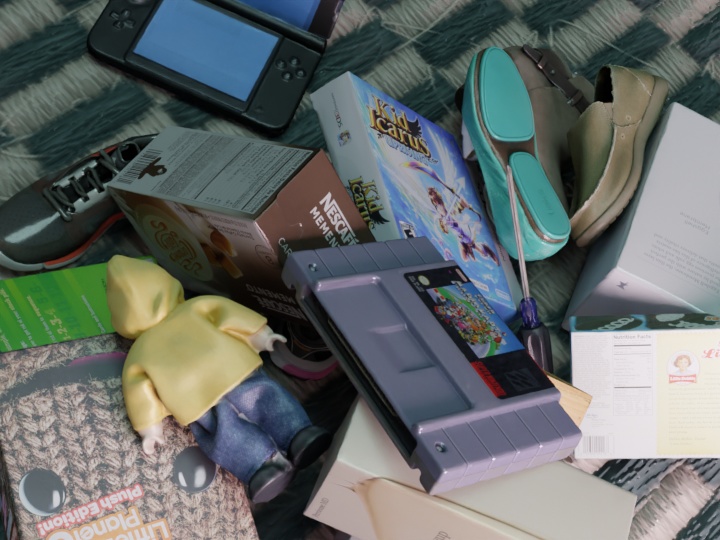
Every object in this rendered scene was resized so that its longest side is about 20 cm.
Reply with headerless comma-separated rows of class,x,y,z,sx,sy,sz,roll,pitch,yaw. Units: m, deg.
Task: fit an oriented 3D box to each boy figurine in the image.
boy figurine,-0.116,0.072,0.916,0.200,0.064,0.124,44,86,15

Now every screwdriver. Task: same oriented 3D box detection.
screwdriver,0.138,0.008,1.099,0.028,0.029,0.200,-8,103,8

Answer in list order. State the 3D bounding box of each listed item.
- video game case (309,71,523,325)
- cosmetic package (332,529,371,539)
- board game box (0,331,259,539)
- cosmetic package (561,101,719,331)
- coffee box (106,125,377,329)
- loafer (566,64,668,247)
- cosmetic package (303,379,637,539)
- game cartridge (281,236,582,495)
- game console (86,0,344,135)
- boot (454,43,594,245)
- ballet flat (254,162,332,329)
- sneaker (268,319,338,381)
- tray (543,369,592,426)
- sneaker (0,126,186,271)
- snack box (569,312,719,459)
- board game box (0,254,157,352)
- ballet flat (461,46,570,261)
video game case,0.053,-0.053,1.096,0.200,0.045,0.182,21,45,-54
cosmetic package,0.034,0.185,0.987,0.090,0.107,0.200,24,56,-2
board game box,-0.177,0.155,0.947,0.159,0.097,0.200,-11,64,-21
cosmetic package,0.314,-0.005,1.166,0.199,0.123,0.200,27,57,-1
coffee box,-0.090,-0.036,1.002,0.200,0.114,0.080,15,55,47
loafer,0.215,-0.106,1.169,0.067,0.076,0.200,28,56,-3
cosmetic package,0.073,0.159,0.890,0.200,0.104,0.073,23,56,-1
game cartridge,0.048,0.054,0.882,0.129,0.038,0.200,-12,50,-34
game console,-0.122,-0.248,1.182,0.200,0.118,0.171,23,57,-2
boot,0.181,-0.126,1.235,0.146,0.070,0.200,-22,79,-37
ballet flat,-0.062,-0.021,1.103,0.046,0.067,0.200,31,63,-7
sneaker,0.000,0.000,1.093,0.080,0.086,0.200,27,57,-1
tray,0.074,0.065,1.017,0.200,0.099,0.037,26,91,-25
sneaker,-0.219,-0.072,1.073,0.200,0.082,0.077,-30,73,-29
snack box,0.272,0.094,1.066,0.200,0.116,0.037,-1,20,8
board game box,-0.248,0.048,1.030,0.200,0.030,0.096,-9,63,-24
ballet flat,0.121,-0.097,1.142,0.067,0.070,0.200,0,65,-37
